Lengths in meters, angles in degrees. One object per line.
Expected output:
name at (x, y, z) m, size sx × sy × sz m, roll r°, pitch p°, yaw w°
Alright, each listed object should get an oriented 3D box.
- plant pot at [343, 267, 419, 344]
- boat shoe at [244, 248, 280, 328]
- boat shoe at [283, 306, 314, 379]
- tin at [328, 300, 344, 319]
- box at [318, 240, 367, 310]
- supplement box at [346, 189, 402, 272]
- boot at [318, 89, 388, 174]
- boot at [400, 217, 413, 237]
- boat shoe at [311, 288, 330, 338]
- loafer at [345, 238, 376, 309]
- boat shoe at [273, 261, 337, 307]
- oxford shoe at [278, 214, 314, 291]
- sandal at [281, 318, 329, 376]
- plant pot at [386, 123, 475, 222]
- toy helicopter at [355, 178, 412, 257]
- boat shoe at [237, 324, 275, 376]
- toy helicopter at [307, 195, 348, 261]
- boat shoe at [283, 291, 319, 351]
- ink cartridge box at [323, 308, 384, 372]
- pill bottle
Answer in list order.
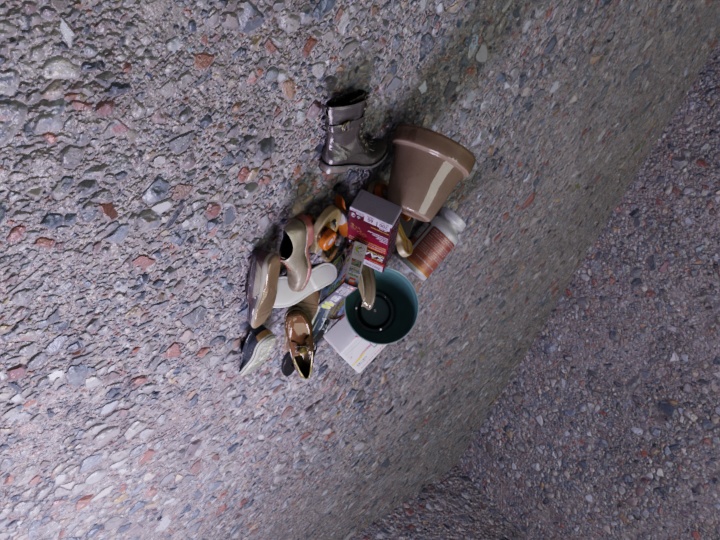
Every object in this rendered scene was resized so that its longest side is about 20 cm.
plant pot at (0.047, 0.102, 1.779) m, size 0.200 × 0.201 × 0.134 m, roll -41°, pitch 177°, yaw -13°
boat shoe at (-0.228, 0.039, 1.501) m, size 0.072 × 0.064 × 0.202 m, roll -39°, pitch 152°, yaw -50°
boat shoe at (-0.145, 0.185, 1.672) m, size 0.071 × 0.068 × 0.202 m, roll -15°, pitch 127°, yaw -7°
tin at (-0.035, 0.043, 1.801) m, size 0.111 × 0.042 × 0.201 m, roll -3°, pitch 128°, yaw -58°
box at (-0.044, 0.016, 1.600) m, size 0.200 × 0.034 × 0.111 m, roll 139°, pitch -32°, yaw -62°
supplement box at (0.028, -0.088, 1.554) m, size 0.061 × 0.108 × 0.201 m, roll -59°, pitch 167°, yaw -29°
boot at (-0.004, -0.297, 1.397) m, size 0.198 × 0.069 × 0.176 m, roll -24°, pitch 144°, yaw -34°
boot at (0.112, -0.183, 1.712) m, size 0.073 × 0.075 × 0.202 m, roll 23°, pitch 89°, yaw -42°
boat shoe at (-0.113, 0.128, 1.754) m, size 0.061 × 0.075 × 0.202 m, roll 11°, pitch 114°, yaw -23°
loafer at (0.000, 0.000, 1.685) m, size 0.066 × 0.203 × 0.076 m, roll -5°, pitch 172°, yaw -4°
boat shoe at (-0.150, 0.032, 1.578) m, size 0.198 × 0.074 × 0.062 m, roll -22°, pitch -169°, yaw -4°
oxford shoe at (-0.153, -0.029, 1.466) m, size 0.074 × 0.070 × 0.202 m, roll -27°, pitch 138°, yaw -36°
sandal at (-0.148, 0.218, 1.848) m, size 0.201 × 0.045 × 0.075 m, roll -50°, pitch 152°, yaw 3°
plant pot at (0.141, -0.213, 1.524) m, size 0.200 × 0.199 × 0.177 m, roll 27°, pitch 87°, yaw -61°
toy helicopter at (0.079, -0.130, 1.626) m, size 0.078 × 0.202 × 0.132 m, roll -18°, pitch -167°, yaw 36°
boat shoe at (-0.264, 0.197, 1.649) m, size 0.074 × 0.062 × 0.201 m, roll -30°, pitch 162°, yaw -38°
toy helicopter at (-0.073, -0.087, 1.565) m, size 0.133 × 0.078 × 0.201 m, roll -53°, pitch 164°, yaw -21°
boat shoe at (-0.161, 0.112, 1.701) m, size 0.072 × 0.063 × 0.202 m, roll 8°, pitch 120°, yaw -27°
ink cartridge box at (-0.007, 0.203, 1.985) m, size 0.148 × 0.086 × 0.200 m, roll -45°, pitch 150°, yaw -6°
pill bottle at (0.206, -0.080, 1.905) m, size 0.200 × 0.112 × 0.112 m, roll -48°, pitch 151°, yaw 2°
